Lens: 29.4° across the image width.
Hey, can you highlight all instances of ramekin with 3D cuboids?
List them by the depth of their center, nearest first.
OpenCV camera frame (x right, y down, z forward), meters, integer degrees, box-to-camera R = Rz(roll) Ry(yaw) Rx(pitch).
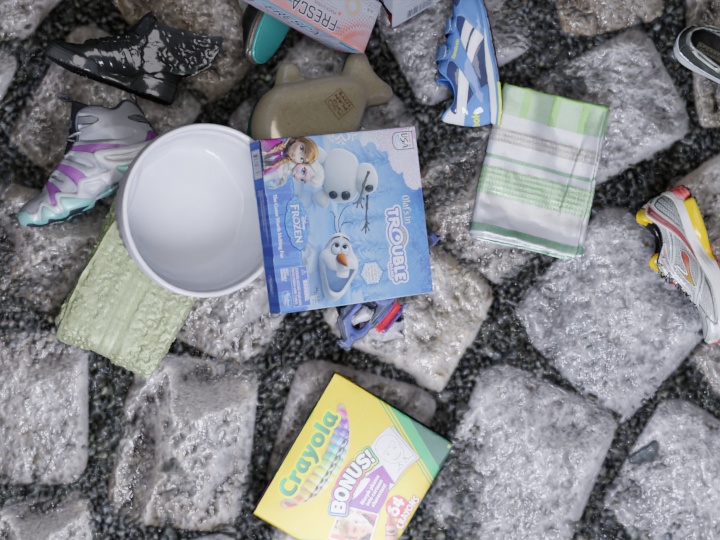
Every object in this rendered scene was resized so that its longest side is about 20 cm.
[{"bbox_3d":[-0.196,-0.070,1.619,0.199,0.105,0.202,-1,92,-23],"label":"ramekin"}]

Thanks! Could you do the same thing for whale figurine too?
[{"bbox_3d":[-0.053,-0.185,1.688,0.200,0.104,0.159,-44,99,-26],"label":"whale figurine"}]

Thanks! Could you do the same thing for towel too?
[{"bbox_3d":[-0.273,0.020,1.687,0.148,0.036,0.201,26,89,-11],"label":"towel"},{"bbox_3d":[0.227,-0.124,1.730,0.148,0.031,0.201,12,90,-5],"label":"towel"}]

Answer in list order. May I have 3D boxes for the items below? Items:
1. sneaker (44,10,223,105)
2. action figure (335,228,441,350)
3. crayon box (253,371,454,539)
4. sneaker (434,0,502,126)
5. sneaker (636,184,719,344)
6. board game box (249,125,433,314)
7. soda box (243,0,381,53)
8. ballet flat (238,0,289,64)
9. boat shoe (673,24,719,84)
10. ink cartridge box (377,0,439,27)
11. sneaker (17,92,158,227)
[{"bbox_3d":[-0.276,-0.272,1.680,0.199,0.060,0.105,20,86,-6],"label":"sneaker"},{"bbox_3d":[0.000,0.000,1.701,0.200,0.104,0.194,-41,101,-28],"label":"action figure"},{"bbox_3d":[-0.009,0.254,1.702,0.172,0.058,0.201,31,88,-4],"label":"crayon box"},{"bbox_3d":[0.126,-0.273,1.700,0.082,0.074,0.201,-9,85,9],"label":"sneaker"},{"bbox_3d":[0.406,-0.001,1.728,0.082,0.078,0.201,-20,83,0],"label":"sneaker"},{"bbox_3d":[-0.020,-0.061,1.610,0.198,0.043,0.201,-8,92,-23],"label":"board game box"},{"bbox_3d":[-0.072,-0.327,1.625,0.199,0.063,0.069,23,86,-38],"label":"soda box"},{"bbox_3d":[-0.104,-0.344,1.688,0.068,0.068,0.201,23,77,29],"label":"ballet flat"},{"bbox_3d":[0.492,-0.252,1.730,0.199,0.064,0.071,21,89,-4],"label":"boat shoe"},{"bbox_3d":[0.024,-0.415,1.627,0.084,0.176,0.201,-30,84,-3],"label":"ink cartridge box"},{"bbox_3d":[-0.346,-0.147,1.671,0.199,0.078,0.140,-28,91,-13],"label":"sneaker"}]
